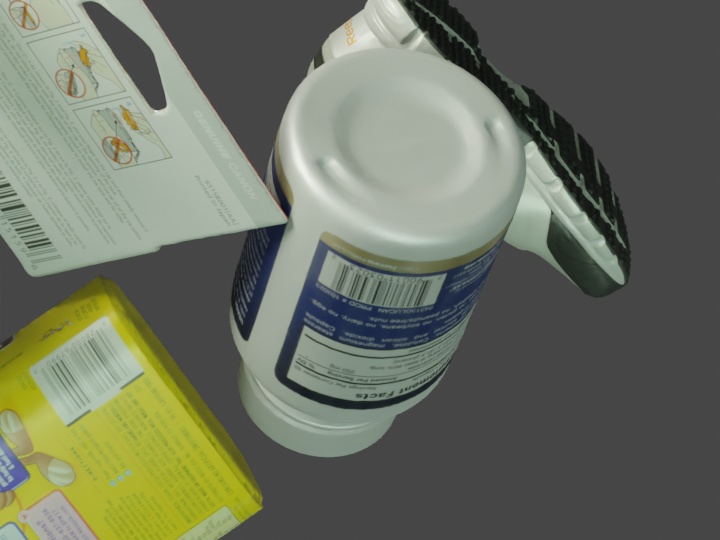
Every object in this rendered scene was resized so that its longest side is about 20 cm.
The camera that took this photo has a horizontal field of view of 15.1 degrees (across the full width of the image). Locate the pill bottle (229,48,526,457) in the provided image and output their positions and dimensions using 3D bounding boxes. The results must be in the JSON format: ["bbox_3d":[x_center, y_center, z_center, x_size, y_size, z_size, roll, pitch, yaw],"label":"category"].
[{"bbox_3d":[0.000,0.000,1.247,0.111,0.111,0.200,2,145,-14],"label":"pill bottle"}]

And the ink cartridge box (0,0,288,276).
[{"bbox_3d":[-0.135,-0.095,1.194,0.173,0.044,0.200,-11,123,40],"label":"ink cartridge box"}]

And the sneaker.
[{"bbox_3d":[0.054,-0.055,1.307,0.080,0.074,0.200,-37,112,21],"label":"sneaker"}]

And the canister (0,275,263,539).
[{"bbox_3d":[-0.165,0.114,1.305,0.200,0.087,0.149,-34,115,0],"label":"canister"}]
